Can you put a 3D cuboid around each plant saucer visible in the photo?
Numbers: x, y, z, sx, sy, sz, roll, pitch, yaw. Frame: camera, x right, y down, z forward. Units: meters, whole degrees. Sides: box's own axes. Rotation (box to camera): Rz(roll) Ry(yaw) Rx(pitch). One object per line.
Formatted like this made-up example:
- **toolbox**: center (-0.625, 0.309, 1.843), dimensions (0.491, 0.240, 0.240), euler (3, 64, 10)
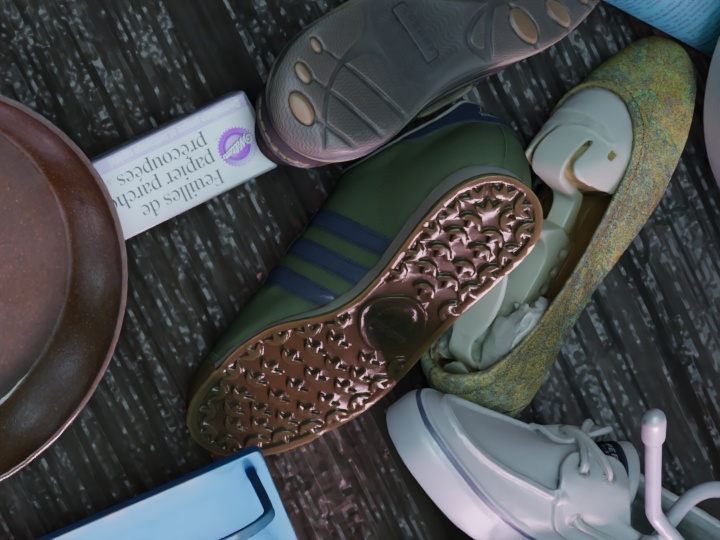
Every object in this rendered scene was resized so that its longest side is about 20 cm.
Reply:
- **plant saucer**: center (-0.197, 0.009, 0.919), dimensions (0.200, 0.034, 0.201), euler (-11, 119, -20)

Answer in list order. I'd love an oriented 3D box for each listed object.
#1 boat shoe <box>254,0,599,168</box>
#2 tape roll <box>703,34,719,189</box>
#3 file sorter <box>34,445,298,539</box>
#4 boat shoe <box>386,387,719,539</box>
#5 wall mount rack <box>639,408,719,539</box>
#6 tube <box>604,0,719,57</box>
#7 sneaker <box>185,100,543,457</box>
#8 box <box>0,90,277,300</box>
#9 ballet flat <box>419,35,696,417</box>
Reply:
- **boat shoe**: center (0.027, -0.109, 0.991), dimensions (0.200, 0.073, 0.075), euler (-31, 94, -29)
- **tape roll**: center (0.271, -0.061, 0.969), dimensions (0.202, 0.139, 0.203), euler (-11, 124, -17)
- **file sorter**: center (-0.064, 0.202, 0.928), dimensions (0.138, 0.123, 0.201), euler (-23, 99, -4)
- **boat shoe**: center (0.096, 0.097, 0.997), dimensions (0.065, 0.074, 0.200), euler (-42, 129, 21)
- **wall mount rack**: center (0.116, 0.157, 0.932), dimensions (0.174, 0.074, 0.200), euler (49, 68, -24)
- **tube**: center (0.145, -0.134, 0.988), dimensions (0.200, 0.077, 0.051), euler (21, 54, -28)
- **sneaker**: center (0.000, 0.000, 0.997), dimensions (0.067, 0.090, 0.200), euler (37, 117, -27)
- **box**: center (-0.135, -0.021, 0.982), dimensions (0.199, 0.041, 0.039), euler (-26, 99, -7)
- **ballet flat**: center (0.088, -0.024, 1.005), dimensions (0.071, 0.071, 0.200), euler (29, 91, -12)
